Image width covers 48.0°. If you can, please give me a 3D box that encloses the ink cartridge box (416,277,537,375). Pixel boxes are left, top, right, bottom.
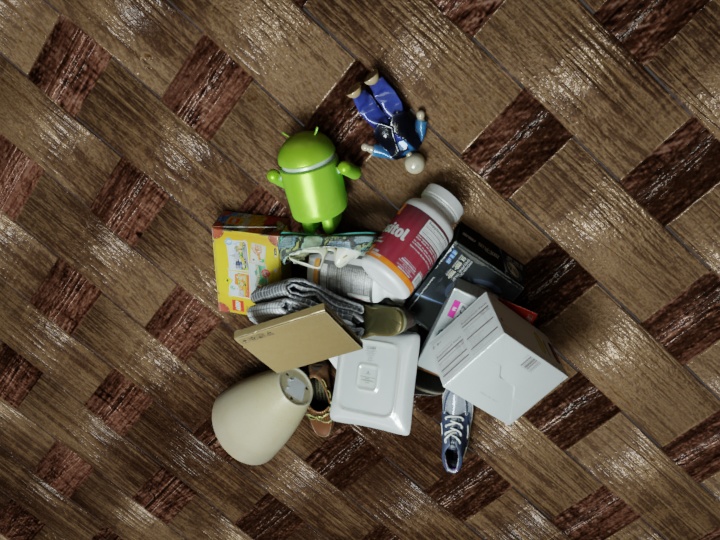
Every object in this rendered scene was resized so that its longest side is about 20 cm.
[{"bbox_3d":[0.223,0.134,1.563,0.171,0.044,0.203,23,122,1],"label":"ink cartridge box"}]

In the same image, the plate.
[{"bbox_3d":[0.021,0.216,1.632,0.196,0.032,0.205,4,85,35],"label":"plate"}]

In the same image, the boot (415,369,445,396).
[{"bbox_3d":[0.069,0.256,1.746,0.196,0.074,0.151,14,135,-22],"label":"boot"}]

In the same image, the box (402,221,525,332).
[{"bbox_3d":[0.201,0.038,1.589,0.162,0.087,0.201,33,122,-6],"label":"box"}]

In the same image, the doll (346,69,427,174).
[{"bbox_3d":[0.055,-0.261,1.484,0.135,0.049,0.201,-31,113,18],"label":"doll"}]

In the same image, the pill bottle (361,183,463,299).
[{"bbox_3d":[0.100,-0.058,1.499,0.113,0.113,0.201,41,78,-10],"label":"pill bottle"}]

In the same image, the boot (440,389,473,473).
[{"bbox_3d":[0.208,0.337,1.750,0.071,0.091,0.204,1,119,14],"label":"boot"}]

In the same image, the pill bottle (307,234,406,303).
[{"bbox_3d":[0.000,0.000,1.604,0.196,0.117,0.119,11,121,9],"label":"pill bottle"}]

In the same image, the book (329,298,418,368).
[{"bbox_3d":[0.005,0.129,1.718,0.198,0.048,0.134,-32,105,26],"label":"book"}]

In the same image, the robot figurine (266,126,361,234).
[{"bbox_3d":[-0.090,-0.172,1.534,0.172,0.116,0.204,-3,117,22],"label":"robot figurine"}]

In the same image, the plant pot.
[{"bbox_3d":[-0.195,0.297,1.768,0.187,0.188,0.199,43,127,-11],"label":"plant pot"}]

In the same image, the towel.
[{"bbox_3d":[-0.105,0.079,1.596,0.197,0.087,0.164,21,160,-30],"label":"towel"}]

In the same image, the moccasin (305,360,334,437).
[{"bbox_3d":[-0.091,0.298,1.815,0.072,0.078,0.205,9,125,7],"label":"moccasin"}]

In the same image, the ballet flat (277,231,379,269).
[{"bbox_3d":[-0.060,-0.036,1.531,0.195,0.075,0.076,0,119,10],"label":"ballet flat"}]

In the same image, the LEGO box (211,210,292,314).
[{"bbox_3d":[-0.222,-0.009,1.683,0.145,0.078,0.204,8,120,11],"label":"LEGO box"}]

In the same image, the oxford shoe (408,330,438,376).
[{"bbox_3d":[0.156,0.188,1.693,0.197,0.072,0.071,27,142,-17],"label":"oxford shoe"}]

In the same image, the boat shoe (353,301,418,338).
[{"bbox_3d":[0.036,0.100,1.613,0.199,0.065,0.074,-2,87,53],"label":"boat shoe"}]

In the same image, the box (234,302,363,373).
[{"bbox_3d":[-0.116,0.133,1.540,0.196,0.022,0.164,-18,143,19],"label":"box"}]

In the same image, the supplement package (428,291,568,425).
[{"bbox_3d":[0.254,0.166,1.497,0.198,0.112,0.156,32,115,-34],"label":"supplement package"}]
